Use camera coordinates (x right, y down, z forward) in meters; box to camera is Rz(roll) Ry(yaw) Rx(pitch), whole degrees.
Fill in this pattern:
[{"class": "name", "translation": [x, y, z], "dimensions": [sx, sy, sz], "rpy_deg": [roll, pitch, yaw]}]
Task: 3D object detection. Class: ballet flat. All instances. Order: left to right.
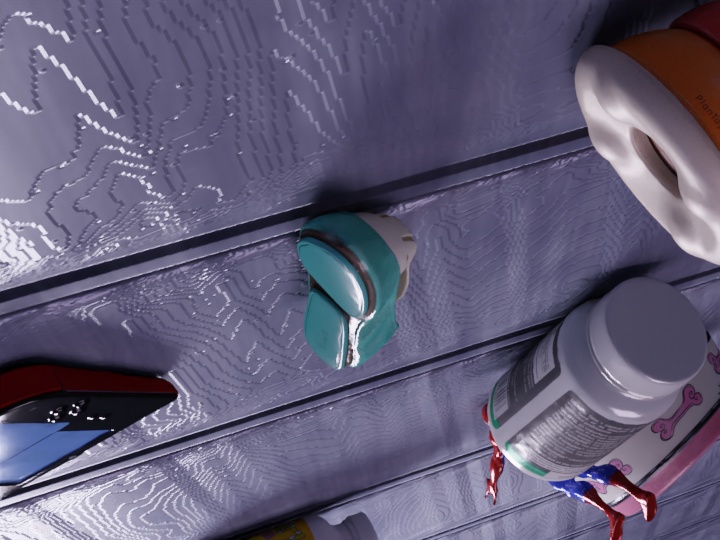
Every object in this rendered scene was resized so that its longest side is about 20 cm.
[{"class": "ballet flat", "translation": [0.000, 0.000, 1.032], "dimensions": [0.070, 0.067, 0.200], "rpy_deg": [-43, 166, -17]}]

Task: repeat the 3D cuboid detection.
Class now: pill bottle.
[{"class": "pill bottle", "translation": [-0.078, 0.314, 1.703], "dimensions": [0.199, 0.104, 0.104], "rpy_deg": [-18, 160, -14]}, {"class": "pill bottle", "translation": [0.198, 0.092, 1.400], "dimensions": [0.113, 0.113, 0.200], "rpy_deg": [-11, 158, -30]}]

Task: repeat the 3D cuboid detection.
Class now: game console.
[{"class": "game console", "translation": [-0.241, 0.120, 1.114], "dimensions": [0.200, 0.031, 0.177], "rpy_deg": [-29, 160, 21]}]

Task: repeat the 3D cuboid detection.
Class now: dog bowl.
[{"class": "dog bowl", "translation": [0.288, 0.153, 1.604], "dimensions": [0.200, 0.074, 0.200], "rpy_deg": [-45, 176, -4]}]

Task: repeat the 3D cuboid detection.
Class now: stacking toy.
[{"class": "stacking toy", "translation": [0.232, -0.111, 0.913], "dimensions": [0.200, 0.146, 0.146], "rpy_deg": [-37, 161, -4]}]

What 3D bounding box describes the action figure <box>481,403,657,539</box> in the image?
[{"class": "action figure", "translation": [0.179, 0.194, 1.528], "dimensions": [0.065, 0.200, 0.099], "rpy_deg": [-26, 133, -27]}]
